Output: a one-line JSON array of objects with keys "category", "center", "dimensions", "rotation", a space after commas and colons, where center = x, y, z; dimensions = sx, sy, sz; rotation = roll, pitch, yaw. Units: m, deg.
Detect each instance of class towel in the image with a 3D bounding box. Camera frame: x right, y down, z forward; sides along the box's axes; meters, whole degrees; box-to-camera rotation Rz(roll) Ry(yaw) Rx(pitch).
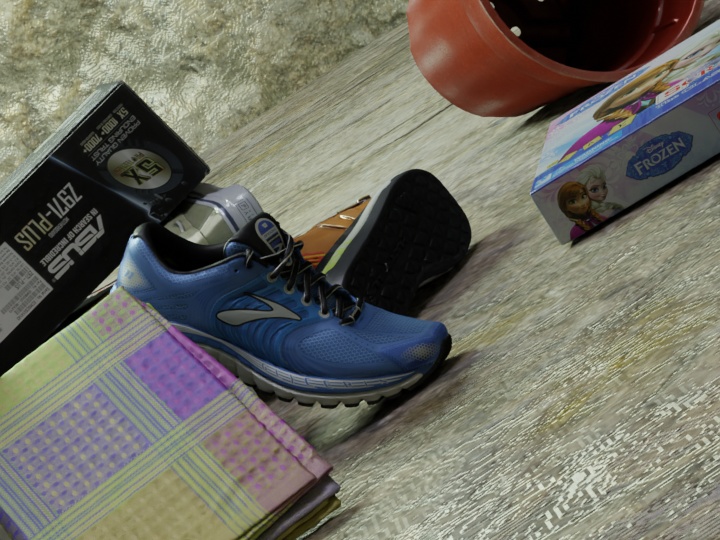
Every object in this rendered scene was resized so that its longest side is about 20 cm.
[{"category": "towel", "center": [-0.118, 0.101, 1.246], "dimensions": [0.144, 0.023, 0.200], "rotation": [-38, 49, -15]}]

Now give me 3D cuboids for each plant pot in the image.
[{"category": "plant pot", "center": [0.138, -0.215, 1.901], "dimensions": [0.201, 0.201, 0.195], "rotation": [-37, 1, -23]}]

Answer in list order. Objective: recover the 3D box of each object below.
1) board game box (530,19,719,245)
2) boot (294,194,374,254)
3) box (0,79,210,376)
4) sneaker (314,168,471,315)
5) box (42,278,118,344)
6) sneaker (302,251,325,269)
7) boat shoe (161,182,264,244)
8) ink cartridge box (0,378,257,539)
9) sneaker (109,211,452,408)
[{"category": "board game box", "center": [0.204, -0.105, 1.505], "dimensions": [0.200, 0.041, 0.200], "rotation": [-31, 9, 14]}, {"category": "boot", "center": [-0.047, 0.002, 1.734], "dimensions": [0.155, 0.074, 0.200], "rotation": [-38, 22, -20]}, {"category": "box", "center": [-0.209, -0.028, 1.642], "dimensions": [0.200, 0.086, 0.164], "rotation": [-46, 11, -7]}, {"category": "sneaker", "center": [0.000, 0.000, 1.569], "dimensions": [0.083, 0.072, 0.200], "rotation": [-30, 8, 36]}, {"category": "box", "center": [-0.248, 0.082, 1.734], "dimensions": [0.200, 0.049, 0.160], "rotation": [-27, 11, 32]}, {"category": "sneaker", "center": [-0.090, 0.058, 1.578], "dimensions": [0.200, 0.077, 0.073], "rotation": [-37, -7, -21]}, {"category": "boat shoe", "center": [-0.110, -0.019, 1.611], "dimensions": [0.062, 0.072, 0.200], "rotation": [-26, 1, -15]}, {"category": "ink cartridge box", "center": [-0.145, 0.121, 1.394], "dimensions": [0.146, 0.083, 0.200], "rotation": [-31, 10, 15]}, {"category": "sneaker", "center": [-0.046, 0.018, 1.362], "dimensions": [0.200, 0.089, 0.079], "rotation": [12, 18, 10]}]
